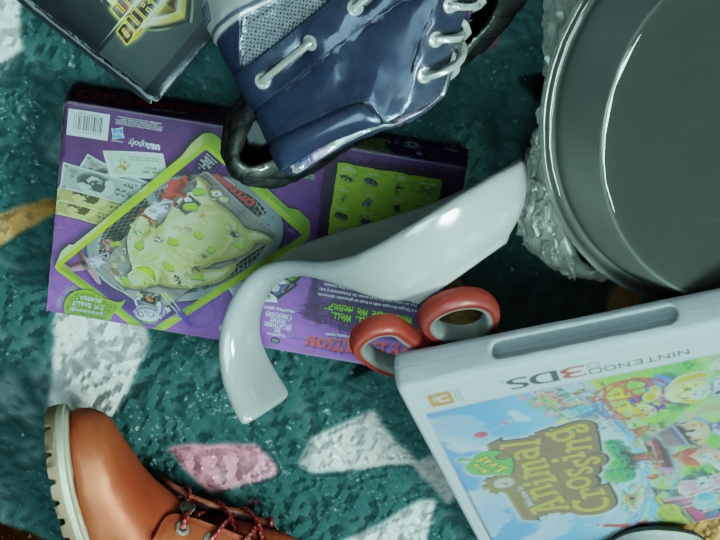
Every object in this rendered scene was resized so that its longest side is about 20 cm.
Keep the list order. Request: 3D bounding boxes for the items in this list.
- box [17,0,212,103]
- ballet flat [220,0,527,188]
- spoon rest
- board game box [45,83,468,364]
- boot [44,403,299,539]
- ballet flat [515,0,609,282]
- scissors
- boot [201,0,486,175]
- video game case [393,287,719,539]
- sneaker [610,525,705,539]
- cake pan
[{"bbox_3d":[-0.094,-0.200,1.139,0.159,0.046,0.200,38,114,-14],"label":"box"},{"bbox_3d":[0.017,-0.106,1.160,0.200,0.057,0.066,-42,100,7],"label":"ballet flat"},{"bbox_3d":[0.000,0.000,1.183,0.200,0.099,0.061,-37,88,34],"label":"spoon rest"},{"bbox_3d":[-0.053,-0.019,1.236,0.199,0.032,0.121,10,114,0],"label":"board game box"},{"bbox_3d":[-0.091,0.138,1.298,0.107,0.075,0.201,-21,121,11],"label":"boot"},{"bbox_3d":[0.119,-0.084,1.167,0.071,0.072,0.201,7,117,2],"label":"ballet flat"},{"bbox_3d":[0.071,0.047,1.211,0.073,0.014,0.200,-29,150,25],"label":"scissors"},{"bbox_3d":[0.033,-0.122,1.107,0.199,0.073,0.091,-27,83,13],"label":"boot"},{"bbox_3d":[0.127,0.078,1.216,0.181,0.022,0.200,-12,147,11],"label":"video game case"},{"bbox_3d":[0.143,0.231,1.305,0.074,0.087,0.201,1,125,-4],"label":"sneaker"},{"bbox_3d":[0.178,-0.073,1.136,0.199,0.037,0.202,-8,113,-20],"label":"cake pan"}]
